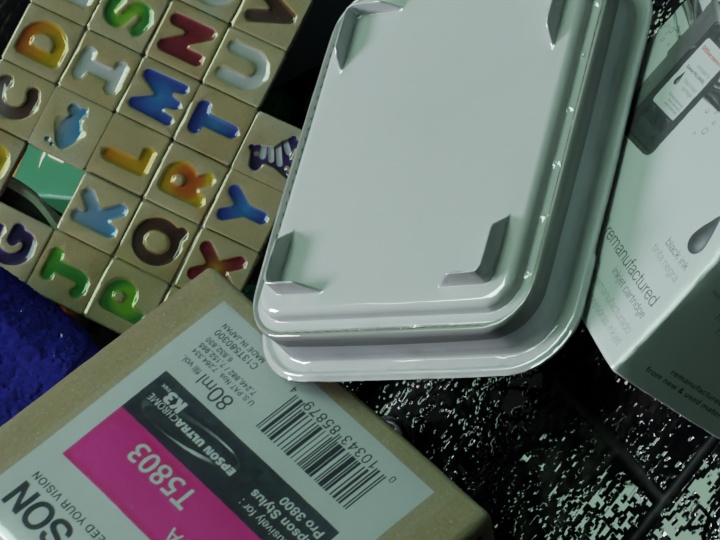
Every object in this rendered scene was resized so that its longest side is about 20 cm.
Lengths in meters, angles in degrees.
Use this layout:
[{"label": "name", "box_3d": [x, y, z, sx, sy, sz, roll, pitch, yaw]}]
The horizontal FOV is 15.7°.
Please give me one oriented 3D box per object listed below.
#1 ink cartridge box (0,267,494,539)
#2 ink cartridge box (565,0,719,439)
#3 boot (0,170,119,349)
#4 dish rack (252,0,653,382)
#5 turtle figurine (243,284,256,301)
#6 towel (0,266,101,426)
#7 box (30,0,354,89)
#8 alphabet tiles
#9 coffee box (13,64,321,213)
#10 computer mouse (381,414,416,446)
[{"label": "ink cartridge box", "box_3d": [-0.062, 0.117, 1.167, 0.165, 0.075, 0.200, -38, 57, -20]}, {"label": "ink cartridge box", "box_3d": [0.174, -0.051, 1.101, 0.200, 0.083, 0.145, -49, 32, 16]}, {"label": "boot", "box_3d": [-0.167, 0.000, 1.406, 0.073, 0.200, 0.144, -59, 8, 1]}, {"label": "dish rack", "box_3d": [0.032, -0.051, 1.145, 0.171, 0.044, 0.201, -4, 59, 38]}, {"label": "turtle figurine", "box_3d": [0.000, 0.000, 1.288, 0.200, 0.101, 0.150, -49, 14, 43]}, {"label": "towel", "box_3d": [-0.153, 0.098, 1.325, 0.148, 0.200, 0.050, -48, 10, 23]}, {"label": "box", "box_3d": [-0.086, -0.189, 1.473, 0.200, 0.124, 0.197, -28, 29, -8]}, {"label": "alphabet tiles", "box_3d": [-0.110, -0.073, 1.330, 0.200, 0.167, 0.008, -64, -7, -8]}, {"label": "coffee box", "box_3d": [-0.125, -0.083, 1.545, 0.200, 0.044, 0.123, 7, 69, 42]}, {"label": "computer mouse", "box_3d": [-0.017, 0.160, 1.245, 0.059, 0.034, 0.200, 4, 60, 46]}]
